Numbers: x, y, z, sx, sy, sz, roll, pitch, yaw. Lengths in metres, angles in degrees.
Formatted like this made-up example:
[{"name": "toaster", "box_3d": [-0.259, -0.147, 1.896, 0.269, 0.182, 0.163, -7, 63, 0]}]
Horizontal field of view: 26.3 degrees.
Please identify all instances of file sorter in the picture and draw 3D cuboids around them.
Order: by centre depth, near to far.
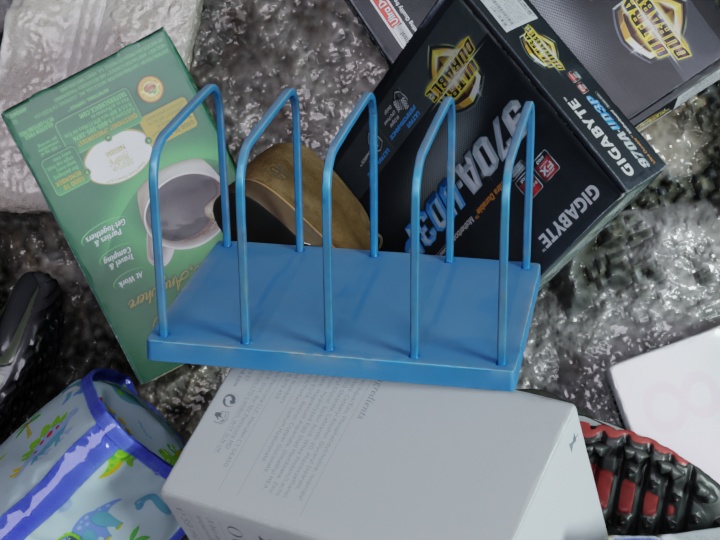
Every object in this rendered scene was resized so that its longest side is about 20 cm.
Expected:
[{"name": "file sorter", "box_3d": [-0.004, -0.026, 0.847, 0.199, 0.139, 0.123, 5, 115, 11]}]

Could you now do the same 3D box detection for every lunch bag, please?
[{"name": "lunch bag", "box_3d": [-0.185, 0.151, 0.930, 0.170, 0.200, 0.127, -45, 81, -3]}]

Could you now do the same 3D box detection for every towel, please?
[{"name": "towel", "box_3d": [-0.182, -0.131, 1.055, 0.132, 0.034, 0.201, 8, 83, 7]}]

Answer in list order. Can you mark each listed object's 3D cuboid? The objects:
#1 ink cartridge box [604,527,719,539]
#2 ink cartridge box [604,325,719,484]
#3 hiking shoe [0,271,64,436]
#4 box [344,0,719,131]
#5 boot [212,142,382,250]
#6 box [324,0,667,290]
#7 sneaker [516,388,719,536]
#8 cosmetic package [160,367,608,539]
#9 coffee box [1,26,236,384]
[{"name": "ink cartridge box", "box_3d": [0.163, 0.236, 0.865, 0.041, 0.199, 0.200, 34, 108, 38]}, {"name": "ink cartridge box", "box_3d": [0.274, 0.106, 0.970, 0.199, 0.057, 0.163, -20, 80, 7]}, {"name": "hiking shoe", "box_3d": [-0.274, 0.078, 1.012, 0.100, 0.076, 0.201, 30, 86, 6]}, {"name": "box", "box_3d": [0.117, -0.166, 1.025, 0.198, 0.050, 0.201, -32, 79, -1]}, {"name": "boot", "box_3d": [0.000, 0.000, 0.988, 0.200, 0.073, 0.076, 47, 50, -13]}, {"name": "box", "box_3d": [0.073, -0.064, 0.947, 0.046, 0.200, 0.159, -30, 78, -38]}, {"name": "sneaker", "box_3d": [0.134, 0.119, 0.950, 0.199, 0.098, 0.071, 16, 100, 18]}, {"name": "cosmetic package", "box_3d": [0.025, 0.155, 0.870, 0.199, 0.200, 0.123, 11, 55, 27]}, {"name": "coffee box", "box_3d": [-0.134, -0.041, 1.006, 0.123, 0.044, 0.201, -28, 95, -2]}]
